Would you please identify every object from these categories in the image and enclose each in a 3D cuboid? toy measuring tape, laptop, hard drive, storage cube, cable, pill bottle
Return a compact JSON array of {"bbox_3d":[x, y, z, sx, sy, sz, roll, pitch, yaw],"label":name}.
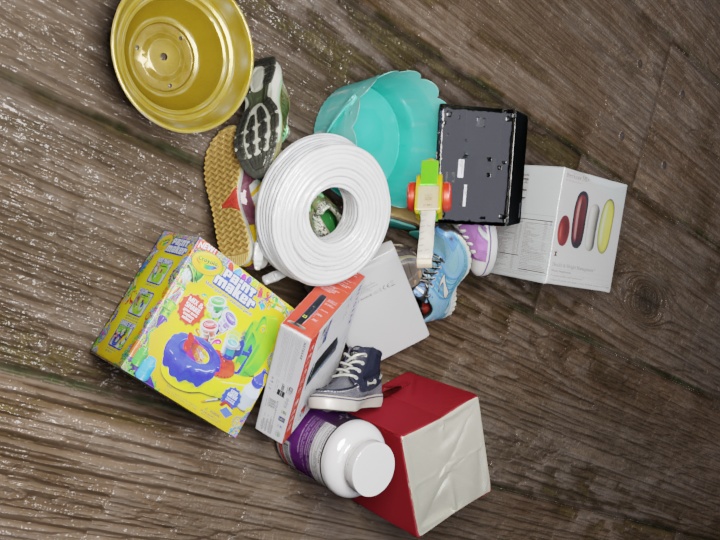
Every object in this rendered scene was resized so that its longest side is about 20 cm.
[{"bbox_3d":[0.098,-0.074,1.199,0.073,0.073,0.204,33,48,-35],"label":"toy measuring tape"},{"bbox_3d":[0.194,-0.164,1.328,0.195,0.103,0.182,1,97,-16],"label":"laptop"},{"bbox_3d":[0.022,0.059,1.314,0.130,0.027,0.202,-26,130,-1],"label":"hard drive"},{"bbox_3d":[0.088,0.294,1.365,0.169,0.178,0.205,-19,107,-33],"label":"storage cube"},{"bbox_3d":[-0.050,-0.081,1.133,0.196,0.069,0.205,-11,112,-30],"label":"cable"},{"bbox_3d":[-0.037,0.268,1.254,0.111,0.198,0.115,-6,100,-35],"label":"pill bottle"}]

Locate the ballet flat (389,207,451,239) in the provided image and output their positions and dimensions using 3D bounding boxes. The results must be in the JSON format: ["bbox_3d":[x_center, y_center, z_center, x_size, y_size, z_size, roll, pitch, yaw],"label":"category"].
[{"bbox_3d":[0.084,-0.090,1.383,0.198,0.068,0.065,20,76,-49],"label":"ballet flat"}]

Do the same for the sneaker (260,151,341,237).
[{"bbox_3d":[-0.073,-0.104,1.229,0.200,0.088,0.077,48,66,-19],"label":"sneaker"}]

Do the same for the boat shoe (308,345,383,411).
[{"bbox_3d":[-0.021,0.160,1.254,0.199,0.073,0.095,15,76,-69],"label":"boat shoe"}]

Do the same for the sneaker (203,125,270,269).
[{"bbox_3d":[-0.164,-0.102,1.187,0.090,0.074,0.205,6,76,-59],"label":"sneaker"}]

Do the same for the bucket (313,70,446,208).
[{"bbox_3d":[0.032,-0.199,1.283,0.204,0.134,0.213,-5,99,-35],"label":"bucket"}]

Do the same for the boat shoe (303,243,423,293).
[{"bbox_3d":[0.000,0.000,1.328,0.195,0.074,0.076,-5,128,-17],"label":"boat shoe"}]

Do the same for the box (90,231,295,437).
[{"bbox_3d":[-0.221,0.085,1.142,0.199,0.121,0.195,39,73,-34],"label":"box"}]

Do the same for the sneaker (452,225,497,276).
[{"bbox_3d":[0.165,-0.082,1.394,0.112,0.072,0.205,-13,109,-22],"label":"sneaker"}]

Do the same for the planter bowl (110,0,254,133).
[{"bbox_3d":[-0.245,-0.283,1.097,0.197,0.083,0.206,-6,100,-37],"label":"planter bowl"}]

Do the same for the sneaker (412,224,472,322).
[{"bbox_3d":[0.123,0.014,1.373,0.089,0.078,0.203,-28,139,-36],"label":"sneaker"}]

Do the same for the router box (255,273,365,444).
[{"bbox_3d":[-0.071,0.117,1.200,0.180,0.048,0.203,-48,160,-52],"label":"router box"}]

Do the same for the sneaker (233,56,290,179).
[{"bbox_3d":[-0.121,-0.204,1.172,0.089,0.076,0.204,44,39,-48],"label":"sneaker"}]

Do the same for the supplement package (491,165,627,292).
[{"bbox_3d":[0.366,-0.077,1.541,0.188,0.146,0.205,6,94,-37],"label":"supplement package"}]
